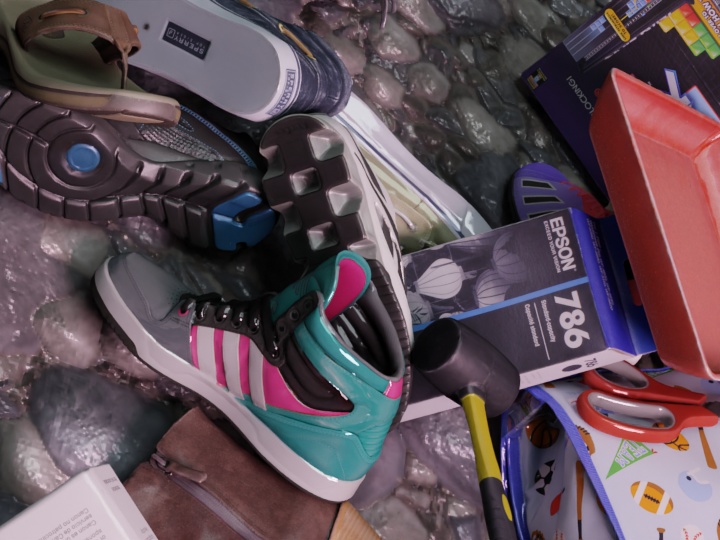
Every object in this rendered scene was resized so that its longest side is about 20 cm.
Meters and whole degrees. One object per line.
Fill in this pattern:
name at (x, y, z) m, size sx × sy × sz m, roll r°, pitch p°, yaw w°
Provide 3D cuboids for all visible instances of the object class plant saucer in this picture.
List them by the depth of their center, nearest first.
plant saucer at (0.214, -0.015, 1.034) m, size 0.199 × 0.037 × 0.201 m, roll 11°, pitch 59°, yaw -57°

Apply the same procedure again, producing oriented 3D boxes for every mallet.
mallet at (0.078, 0.118, 0.907) m, size 0.066 × 0.041 × 0.200 m, roll 32°, pitch 33°, yaw -44°

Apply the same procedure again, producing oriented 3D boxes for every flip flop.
flip flop at (-0.162, -0.134, 0.935) m, size 0.081 × 0.058 × 0.200 m, roll 9°, pitch 22°, yaw -31°

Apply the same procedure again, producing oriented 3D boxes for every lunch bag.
lunch bag at (0.190, 0.157, 1.036) m, size 0.170 × 0.124 × 0.200 m, roll -4°, pitch 62°, yaw -32°

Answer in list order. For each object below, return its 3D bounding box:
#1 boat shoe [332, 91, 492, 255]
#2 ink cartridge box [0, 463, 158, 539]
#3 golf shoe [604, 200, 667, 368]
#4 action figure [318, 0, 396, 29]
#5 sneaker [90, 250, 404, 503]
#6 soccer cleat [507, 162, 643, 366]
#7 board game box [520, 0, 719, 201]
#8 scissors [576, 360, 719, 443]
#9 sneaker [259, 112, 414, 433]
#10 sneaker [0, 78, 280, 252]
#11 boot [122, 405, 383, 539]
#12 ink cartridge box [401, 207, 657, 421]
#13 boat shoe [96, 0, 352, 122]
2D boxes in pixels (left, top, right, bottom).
boat shoe at (0.022, -0.040, 1.078) m, size 0.200 × 0.072 × 0.062 m, roll 44°, pitch 75°, yaw -2°
ink cartridge box at (-0.132, 0.217, 0.782) m, size 0.145 × 0.084 × 0.200 m, roll -34°, pitch 87°, yaw -5°
golf shoe at (0.235, 0.037, 1.153) m, size 0.200 × 0.097 × 0.078 m, roll 42°, pitch 21°, yaw 8°
action figure at (-0.035, -0.263, 1.125) m, size 0.200 × 0.102 × 0.119 m, roll 40°, pitch 39°, yaw -8°
sneaker at (-0.053, 0.027, 0.923) m, size 0.200 × 0.121 × 0.084 m, roll 39°, pitch 22°, yaw 6°
soccer cleat at (0.158, -0.022, 1.108) m, size 0.068 × 0.073 × 0.200 m, roll 13°, pitch 35°, yaw -24°
board game box at (0.238, -0.113, 1.179) m, size 0.200 × 0.165 × 0.057 m, roll 55°, pitch 40°, yaw 4°
scissors at (0.226, 0.095, 1.028) m, size 0.199 × 0.014 × 0.073 m, roll 15°, pitch 34°, yaw -14°
sneaker at (0.000, 0.000, 0.992) m, size 0.088 × 0.074 × 0.201 m, roll -20°, pitch 100°, yaw -68°
sneaker at (-0.146, -0.072, 0.985) m, size 0.200 × 0.073 × 0.082 m, roll 20°, pitch 35°, yaw -25°
boot at (-0.081, 0.189, 0.895) m, size 0.166 × 0.072 × 0.200 m, roll 34°, pitch 52°, yaw 1°
ink cartridge box at (0.090, 0.025, 1.015) m, size 0.199 × 0.039 × 0.100 m, roll -17°, pitch 69°, yaw 8°
boat shoe at (-0.100, -0.149, 1.025) m, size 0.200 × 0.071 × 0.091 m, roll 35°, pitch 17°, yaw 26°
